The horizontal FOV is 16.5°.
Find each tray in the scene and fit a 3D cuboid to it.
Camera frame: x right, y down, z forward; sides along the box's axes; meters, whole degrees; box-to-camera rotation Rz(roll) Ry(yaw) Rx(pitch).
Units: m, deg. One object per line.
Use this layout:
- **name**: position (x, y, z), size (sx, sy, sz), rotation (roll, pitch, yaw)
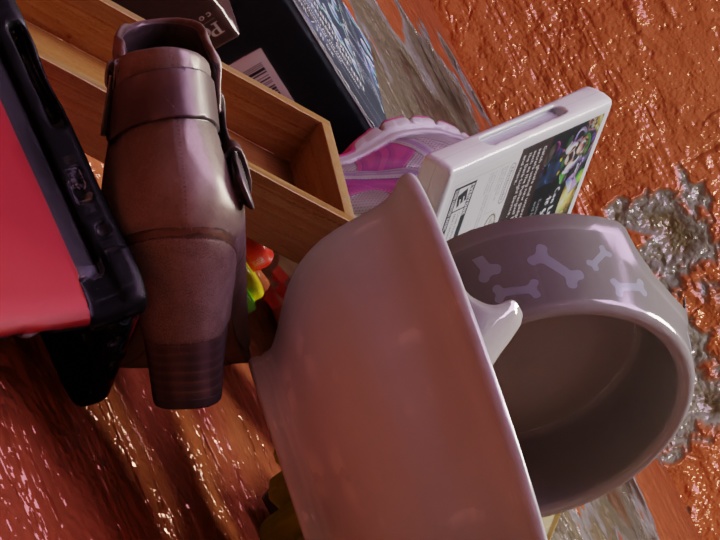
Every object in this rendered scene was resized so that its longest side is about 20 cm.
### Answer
- **tray**: position (-0.098, -0.077, 1.155), size (0.199, 0.037, 0.099), rotation (28, 24, -25)

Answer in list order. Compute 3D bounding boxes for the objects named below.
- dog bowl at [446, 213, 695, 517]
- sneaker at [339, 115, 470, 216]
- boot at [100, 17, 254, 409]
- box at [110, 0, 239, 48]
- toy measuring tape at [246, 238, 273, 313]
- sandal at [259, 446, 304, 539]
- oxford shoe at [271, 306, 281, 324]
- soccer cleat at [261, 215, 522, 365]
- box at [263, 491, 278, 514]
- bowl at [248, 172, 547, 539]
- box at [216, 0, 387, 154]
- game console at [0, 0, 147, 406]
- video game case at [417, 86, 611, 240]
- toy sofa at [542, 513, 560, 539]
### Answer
- **dog bowl**: position (0.091, 0.061, 1.356), size (0.200, 0.199, 0.059), rotation (52, 14, -45)
- **sneaker**: position (0.006, -0.026, 1.414), size (0.199, 0.082, 0.088), rotation (-14, 51, -37)
- **boot**: position (-0.080, -0.029, 1.019), size (0.200, 0.070, 0.147), rotation (-149, -125, -75)
- **box**: position (-0.151, -0.172, 1.195), size (0.200, 0.100, 0.075), rotation (51, 14, -46)
- **toy measuring tape**: position (-0.081, -0.011, 1.232), size (0.074, 0.073, 0.200), rotation (60, -1, -6)
- **sandal**: position (0.006, 0.076, 1.148), size (0.079, 0.087, 0.201), rotation (146, -46, -65)
- **oxford shoe**: position (0.021, 0.067, 1.511), size (0.200, 0.072, 0.071), rotation (53, 12, -44)
- **soccer cleat**: position (0.000, 0.000, 1.285), size (0.200, 0.077, 0.069), rotation (39, -20, 36)
- **box**: position (0.036, 0.182, 1.220), size (0.201, 0.075, 0.100), rotation (62, 9, 11)
- **bowl**: position (0.010, 0.069, 1.022), size (0.201, 0.090, 0.202), rotation (161, -90, -87)
- **box**: position (-0.065, -0.136, 1.532), size (0.149, 0.107, 0.200), rotation (57, 10, -25)
- **game console**: position (-0.174, -0.044, 0.949), size (0.201, 0.118, 0.172), rotation (65, -21, 15)
- **video game case**: position (0.063, 0.001, 1.434), size (0.023, 0.201, 0.182), rotation (32, 31, 24)
- **toy sofa**: position (0.070, 0.198, 1.378), size (0.097, 0.083, 0.200), rotation (13, 26, -12)
